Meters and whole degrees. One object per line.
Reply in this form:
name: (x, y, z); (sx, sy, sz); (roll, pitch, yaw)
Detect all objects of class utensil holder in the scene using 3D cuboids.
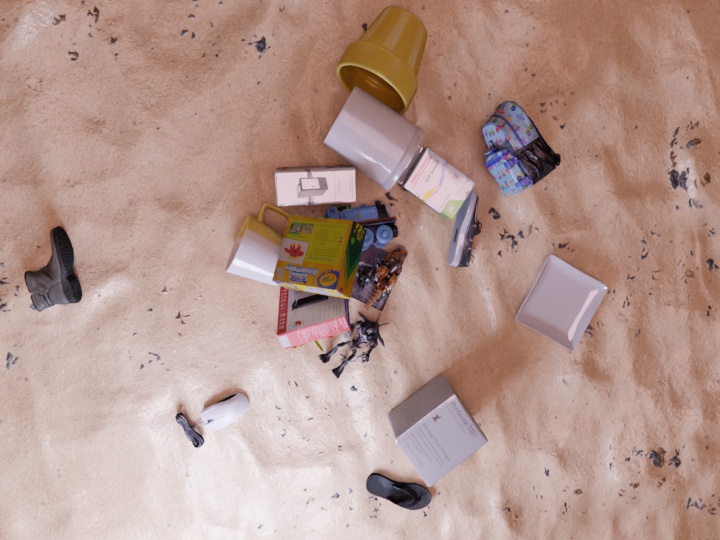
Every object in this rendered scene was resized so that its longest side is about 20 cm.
utensil holder: (0.030, -0.323, 1.551); (0.197, 0.170, 0.173); (33, 96, -8)

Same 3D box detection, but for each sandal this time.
sandal: (0.107, 0.632, 1.800); (0.194, 0.048, 0.078); (17, 98, -6)

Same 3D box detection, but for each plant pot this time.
plant pot: (0.067, -0.511, 1.536); (0.197, 0.200, 0.193); (30, 81, -9)

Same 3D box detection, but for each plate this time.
plate: (0.545, 0.086, 1.747); (0.196, 0.032, 0.204); (27, 98, -8)

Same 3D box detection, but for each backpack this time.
backpack: (0.376, -0.307, 1.590); (0.133, 0.183, 0.203); (-35, 98, -4)

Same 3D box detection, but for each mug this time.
mug: (-0.235, -0.054, 1.611); (0.150, 0.150, 0.190); (24, 105, -16)

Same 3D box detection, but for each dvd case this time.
dvd case: (0.000, 0.000, 1.699); (0.195, 0.016, 0.152); (24, 98, -8)

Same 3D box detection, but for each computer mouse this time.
computer mouse: (-0.392, 0.394, 1.724); (0.196, 0.044, 0.112); (-28, 100, 1)

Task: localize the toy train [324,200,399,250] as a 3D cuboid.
toy train: (0.001, -0.113, 1.638); (0.193, 0.087, 0.118); (-9, 82, -11)

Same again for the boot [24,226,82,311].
boot: (-0.792, -0.001, 1.617); (0.126, 0.068, 0.207); (-8, 99, 3)

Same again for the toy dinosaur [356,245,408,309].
toy dinosaur: (0.053, 0.016, 1.624); (0.198, 0.135, 0.104); (-31, 86, -40)

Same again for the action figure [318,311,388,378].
action figure: (-0.011, 0.195, 1.690); (0.199, 0.102, 0.120); (-42, 90, 5)

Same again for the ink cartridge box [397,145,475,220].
ink cartridge box: (0.182, -0.234, 1.645); (0.197, 0.067, 0.119); (33, 97, -9)

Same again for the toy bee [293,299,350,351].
toy bee: (-0.110, 0.156, 1.669); (0.193, 0.134, 0.110); (-11, 140, 1)

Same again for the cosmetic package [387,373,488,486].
cosmetic package: (0.201, 0.421, 1.711); (0.198, 0.166, 0.169); (-37, 100, 2)

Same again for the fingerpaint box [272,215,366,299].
fingerpaint box: (-0.097, -0.034, 1.520); (0.195, 0.073, 0.172); (6, 76, 34)

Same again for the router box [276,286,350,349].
router box: (-0.117, 0.092, 1.603); (0.174, 0.202, 0.050); (-17, 123, 6)

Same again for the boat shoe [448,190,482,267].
boat shoe: (0.285, -0.105, 1.678); (0.064, 0.070, 0.207); (10, 100, -13)

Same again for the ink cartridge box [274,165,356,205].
ink cartridge box: (-0.111, -0.213, 1.587); (0.193, 0.146, 0.087); (-2, 102, -3)
